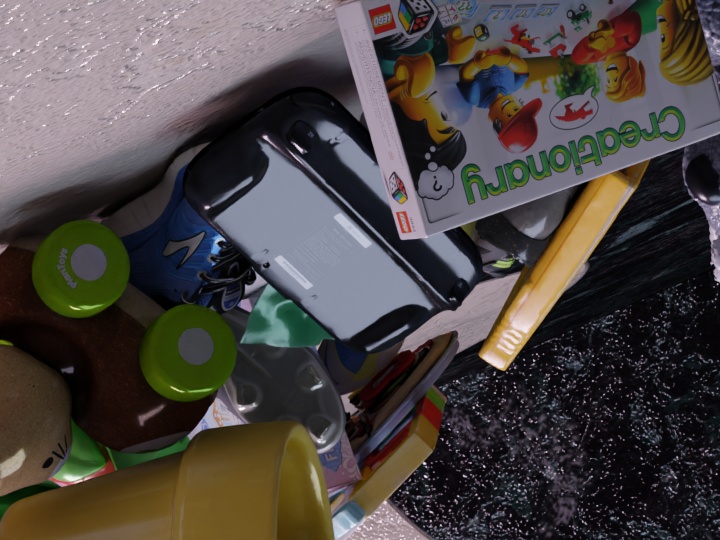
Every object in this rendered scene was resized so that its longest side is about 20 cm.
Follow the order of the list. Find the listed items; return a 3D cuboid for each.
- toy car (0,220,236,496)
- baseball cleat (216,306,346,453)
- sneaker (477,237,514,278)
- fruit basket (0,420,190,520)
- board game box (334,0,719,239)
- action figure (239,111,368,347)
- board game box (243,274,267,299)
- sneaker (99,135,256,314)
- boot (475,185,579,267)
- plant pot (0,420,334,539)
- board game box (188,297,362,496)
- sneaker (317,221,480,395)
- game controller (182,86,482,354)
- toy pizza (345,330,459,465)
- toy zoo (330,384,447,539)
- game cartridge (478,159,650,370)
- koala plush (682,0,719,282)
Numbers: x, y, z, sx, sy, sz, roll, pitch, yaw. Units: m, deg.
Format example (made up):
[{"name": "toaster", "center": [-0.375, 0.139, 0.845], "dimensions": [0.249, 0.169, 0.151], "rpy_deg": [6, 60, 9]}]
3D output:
[{"name": "toy car", "center": [-0.193, 0.094, 1.388], "dimensions": [0.200, 0.158, 0.164], "rpy_deg": [-56, -170, -23]}, {"name": "baseball cleat", "center": [-0.087, 0.057, 1.607], "dimensions": [0.070, 0.200, 0.106], "rpy_deg": [-49, 169, -5]}, {"name": "sneaker", "center": [0.115, -0.040, 1.877], "dimensions": [0.199, 0.083, 0.071], "rpy_deg": [-30, 170, 37]}, {"name": "fruit basket", "center": [-0.241, 0.120, 1.564], "dimensions": [0.214, 0.156, 0.216], "rpy_deg": [-14, -157, 6]}, {"name": "board game box", "center": [0.094, -0.106, 1.239], "dimensions": [0.199, 0.127, 0.035], "rpy_deg": [-20, -172, -24]}, {"name": "action figure", "center": [0.003, -0.045, 1.400], "dimensions": [0.118, 0.055, 0.201], "rpy_deg": [-5, 130, -48]}, {"name": "board game box", "center": [-0.026, -0.039, 1.567], "dimensions": [0.147, 0.065, 0.200], "rpy_deg": [-28, 170, 29]}, {"name": "sneaker", "center": [-0.083, -0.024, 1.407], "dimensions": [0.078, 0.090, 0.200], "rpy_deg": [-17, 166, -40]}, {"name": "boot", "center": [0.142, -0.089, 1.655], "dimensions": [0.131, 0.067, 0.200], "rpy_deg": [-56, -172, 19]}, {"name": "plant pot", "center": [-0.121, 0.200, 1.451], "dimensions": [0.187, 0.202, 0.201], "rpy_deg": [-5, 175, 10]}, {"name": "board game box", "center": [-0.086, 0.087, 1.716], "dimensions": [0.043, 0.201, 0.199], "rpy_deg": [-14, 169, -28]}, {"name": "sneaker", "center": [0.000, 0.000, 1.737], "dimensions": [0.105, 0.076, 0.200], "rpy_deg": [26, 112, -27]}, {"name": "game controller", "center": [-0.014, -0.024, 1.347], "dimensions": [0.104, 0.042, 0.200], "rpy_deg": [-28, 133, 20]}, {"name": "toy pizza", "center": [-0.001, 0.113, 1.794], "dimensions": [0.200, 0.032, 0.200], "rpy_deg": [-45, -177, 3]}, {"name": "toy zoo", "center": [0.006, 0.152, 1.684], "dimensions": [0.131, 0.020, 0.200], "rpy_deg": [-45, -177, 10]}, {"name": "game cartridge", "center": [0.162, -0.044, 1.693], "dimensions": [0.200, 0.032, 0.177], "rpy_deg": [-56, -179, 39]}, {"name": "koala plush", "center": [0.251, -0.094, 1.501], "dimensions": [0.183, 0.201, 0.177], "rpy_deg": [-16, 169, -41]}]
